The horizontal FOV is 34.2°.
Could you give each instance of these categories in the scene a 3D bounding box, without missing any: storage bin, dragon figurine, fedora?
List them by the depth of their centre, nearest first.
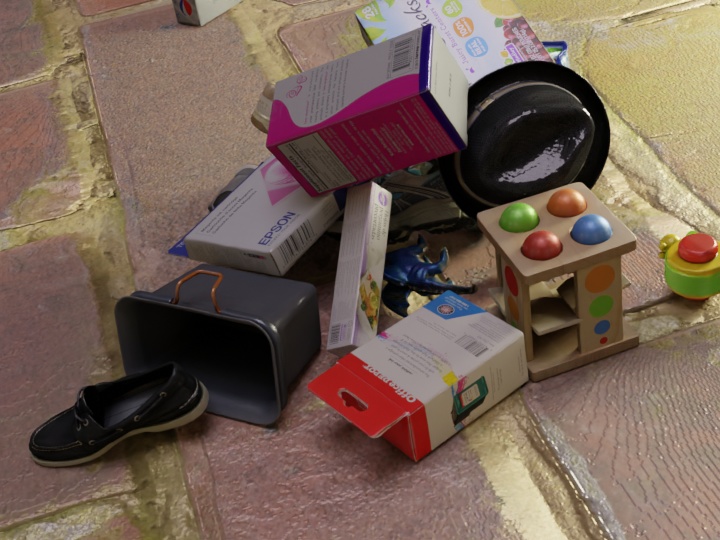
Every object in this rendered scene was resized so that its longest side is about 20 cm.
[{"bbox_3d":[-0.143,0.057,1.261,0.200,0.146,0.134,9,30,25],"label":"storage bin"},{"bbox_3d":[0.185,-0.133,1.272,0.200,0.201,0.092,-12,10,-3],"label":"fedora"},{"bbox_3d":[0.052,0.012,1.324,0.099,0.059,0.200,-26,34,-17],"label":"dragon figurine"}]

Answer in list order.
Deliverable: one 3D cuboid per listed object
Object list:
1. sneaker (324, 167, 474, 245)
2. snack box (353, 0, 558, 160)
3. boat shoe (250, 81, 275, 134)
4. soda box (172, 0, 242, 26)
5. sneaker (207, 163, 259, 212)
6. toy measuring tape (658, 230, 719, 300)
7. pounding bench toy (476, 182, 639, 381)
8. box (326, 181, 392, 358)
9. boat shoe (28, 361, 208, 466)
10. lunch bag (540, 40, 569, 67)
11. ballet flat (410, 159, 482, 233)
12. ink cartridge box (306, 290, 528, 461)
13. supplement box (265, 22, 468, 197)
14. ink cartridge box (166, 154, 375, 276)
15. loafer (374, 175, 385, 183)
[{"bbox_3d":[0.043,-0.081,1.392,0.200,0.078,0.087,-9,76,25],"label":"sneaker"},{"bbox_3d":[0.112,-0.256,1.373,0.168,0.068,0.200,-28,67,1],"label":"snack box"},{"bbox_3d":[-0.040,-0.190,1.481,0.200,0.065,0.072,12,22,-31],"label":"boat shoe"},{"bbox_3d":[-0.251,-0.516,2.113,0.063,0.068,0.200,18,44,33],"label":"soda box"},{"bbox_3d":[-0.118,-0.070,1.481,0.200,0.075,0.115,14,46,44],"label":"sneaker"},{"bbox_3d":[0.381,0.014,1.234,0.073,0.074,0.200,-25,38,-19],"label":"toy measuring tape"},{"bbox_3d":[0.193,-0.017,1.247,0.124,0.156,0.200,-18,36,-10],"label":"pounding bench toy"},{"bbox_3d":[0.000,0.000,1.290,0.041,0.039,0.201,-15,58,39],"label":"box"},{"bbox_3d":[-0.260,0.143,1.202,0.199,0.066,0.075,-15,44,11],"label":"boat shoe"},{"bbox_3d":[0.165,-0.189,1.477,0.199,0.170,0.128,1,34,14],"label":"lunch bag"},{"bbox_3d":[0.087,-0.109,1.434,0.200,0.068,0.068,32,28,24],"label":"ballet flat"},{"bbox_3d":[0.059,0.112,1.181,0.200,0.067,0.116,-31,40,-26],"label":"ink cartridge box"},{"bbox_3d":[0.008,-0.171,1.274,0.200,0.103,0.101,-14,50,26],"label":"supplement box"},{"bbox_3d":[-0.111,-0.080,1.385,0.200,0.043,0.196,11,46,38],"label":"ink cartridge box"},{"bbox_3d":[-0.032,-0.130,1.544,0.070,0.075,0.200,-8,33,-44],"label":"loafer"}]
